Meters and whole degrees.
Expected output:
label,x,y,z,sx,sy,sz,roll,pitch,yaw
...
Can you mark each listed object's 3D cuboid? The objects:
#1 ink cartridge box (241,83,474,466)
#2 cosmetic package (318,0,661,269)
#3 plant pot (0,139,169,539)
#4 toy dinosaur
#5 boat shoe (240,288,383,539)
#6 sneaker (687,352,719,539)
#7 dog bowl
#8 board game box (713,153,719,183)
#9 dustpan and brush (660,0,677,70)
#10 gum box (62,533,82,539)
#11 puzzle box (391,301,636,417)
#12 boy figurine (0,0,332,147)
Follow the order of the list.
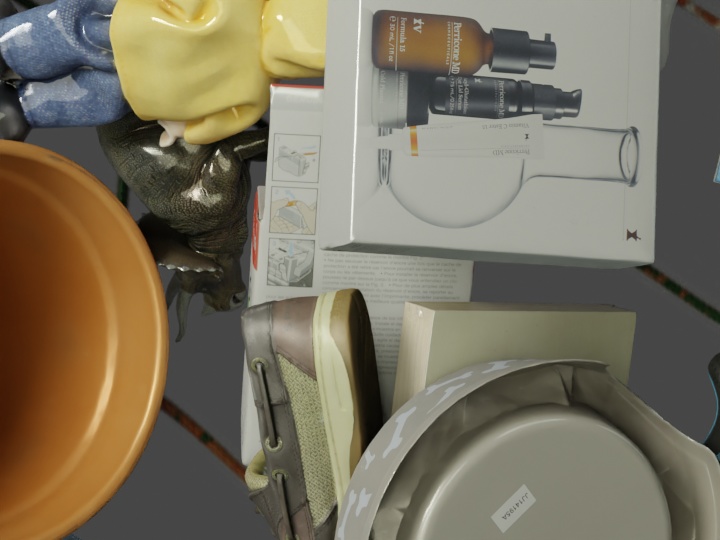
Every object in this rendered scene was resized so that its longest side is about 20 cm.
label,x,y,z,sx,sy,sz,roll,pitch,yaw
ink cartridge box,0.000,0.000,1.160,0.108,0.050,0.201,3,111,-5
cosmetic package,0.062,-0.105,1.083,0.150,0.052,0.201,3,86,-20
plant pot,-0.214,0.036,1.169,0.140,0.199,0.201,3,99,52
toy dinosaur,-0.093,-0.072,1.196,0.102,0.077,0.201,-25,95,1
boat shoe,-0.023,0.097,1.139,0.064,0.073,0.201,3,117,11
sneaker,0.192,0.133,1.169,0.082,0.073,0.201,21,100,32
dog bowl,0.076,0.133,1.109,0.199,0.059,0.201,-5,102,-26
board game box,0.282,-0.086,1.131,0.199,0.034,0.135,14,99,11
dustpan and brush,0.164,-0.165,1.122,0.057,0.140,0.201,1,126,-5
gum box,-0.212,0.202,1.242,0.199,0.044,0.171,26,102,27
puzzle box,0.067,0.115,1.161,0.025,0.132,0.201,17,102,52
boy figurine,-0.084,-0.114,1.121,0.199,0.065,0.125,-10,130,11
